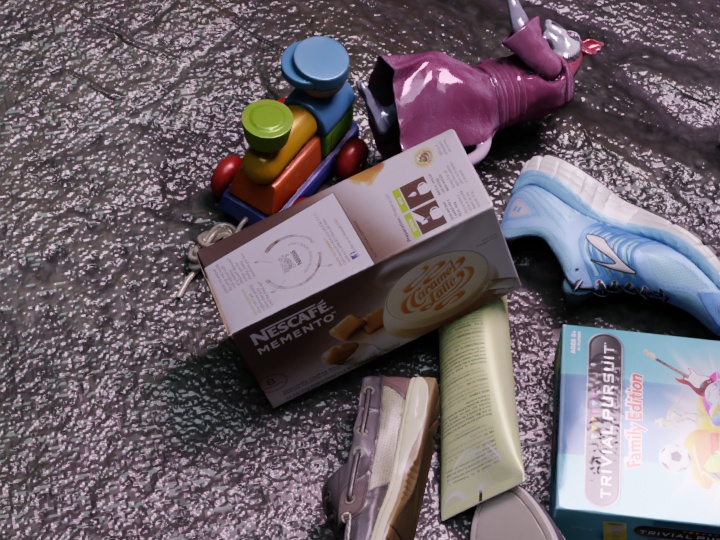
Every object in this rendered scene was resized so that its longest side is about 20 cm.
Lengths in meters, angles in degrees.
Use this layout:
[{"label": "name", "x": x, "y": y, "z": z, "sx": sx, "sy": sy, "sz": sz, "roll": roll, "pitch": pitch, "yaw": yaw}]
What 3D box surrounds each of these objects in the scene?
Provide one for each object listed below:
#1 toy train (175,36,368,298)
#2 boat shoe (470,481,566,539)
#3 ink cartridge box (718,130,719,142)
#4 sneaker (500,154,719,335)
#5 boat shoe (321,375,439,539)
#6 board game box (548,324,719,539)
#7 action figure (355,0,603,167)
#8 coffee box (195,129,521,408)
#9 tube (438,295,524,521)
[{"label": "toy train", "x": -0.072, "y": -0.076, "z": 1.500, "sx": 0.084, "sy": 0.116, "sz": 0.200, "roll": 30, "pitch": 58, "yaw": 16}, {"label": "boat shoe", "x": 0.134, "y": 0.231, "z": 1.352, "sx": 0.063, "sy": 0.073, "sz": 0.201, "roll": 21, "pitch": 34, "yaw": -44}, {"label": "ink cartridge box", "x": 0.402, "y": -0.134, "z": 1.593, "sx": 0.200, "sy": 0.083, "sz": 0.146, "roll": -38, "pitch": 66, "yaw": -25}, {"label": "sneaker", "x": 0.189, "y": -0.001, "z": 1.507, "sx": 0.199, "sy": 0.078, "sz": 0.090, "roll": 30, "pitch": 78, "yaw": 20}, {"label": "boat shoe", "x": 0.005, "y": 0.158, "z": 1.379, "sx": 0.064, "sy": 0.073, "sz": 0.201, "roll": 7, "pitch": 51, "yaw": 15}, {"label": "board game box", "x": 0.235, "y": 0.122, "z": 1.427, "sx": 0.199, "sy": 0.047, "sz": 0.152, "roll": 6, "pitch": 55, "yaw": 0}, {"label": "action figure", "x": 0.102, "y": -0.133, "z": 1.542, "sx": 0.199, "sy": 0.134, "sz": 0.149, "roll": -21, "pitch": 60, "yaw": -14}, {"label": "coffee box", "x": 0.000, "y": 0.000, "z": 1.420, "sx": 0.199, "sy": 0.115, "sz": 0.080, "roll": -25, "pitch": 55, "yaw": -1}, {"label": "tube", "x": 0.082, "y": 0.077, "z": 1.444, "sx": 0.052, "sy": 0.058, "sz": 0.201, "roll": 2, "pitch": 53, "yaw": -3}]
